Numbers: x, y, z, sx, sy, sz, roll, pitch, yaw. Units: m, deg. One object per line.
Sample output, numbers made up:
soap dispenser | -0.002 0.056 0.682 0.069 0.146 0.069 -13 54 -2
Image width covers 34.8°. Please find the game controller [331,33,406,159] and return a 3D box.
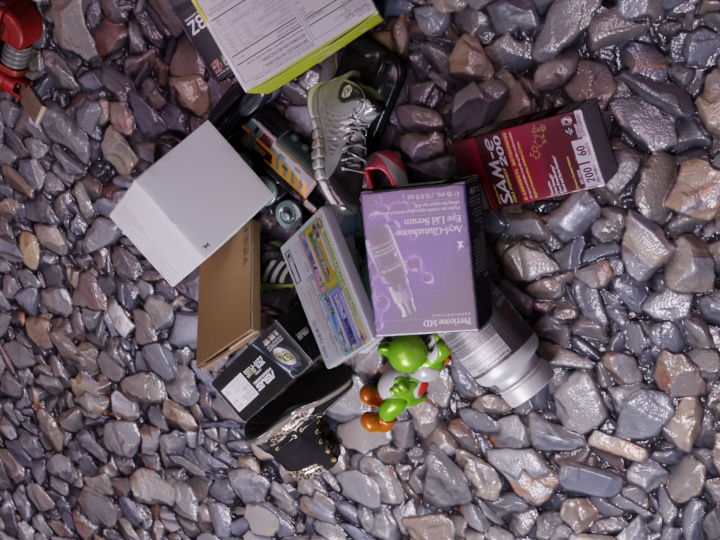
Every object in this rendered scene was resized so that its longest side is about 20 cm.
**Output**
game controller | -0.004 -0.239 1.660 0.104 0.042 0.200 43 128 24

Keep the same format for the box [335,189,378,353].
box | 0.000 0.000 1.687 0.144 0.036 0.200 -44 64 25

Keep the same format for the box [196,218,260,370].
box | -0.212 0.039 1.832 0.163 0.021 0.201 -34 49 43

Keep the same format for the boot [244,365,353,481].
boot | -0.076 0.257 1.905 0.200 0.073 0.151 -35 127 -1

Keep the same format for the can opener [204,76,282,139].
can opener | -0.185 -0.256 1.741 0.200 0.079 0.064 -30 95 49

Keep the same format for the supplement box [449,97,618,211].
supplement box | 0.231 -0.152 1.539 0.199 0.061 0.109 -12 106 36

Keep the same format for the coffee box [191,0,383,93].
coffee box | -0.102 -0.365 1.509 0.199 0.200 0.198 -30 96 8

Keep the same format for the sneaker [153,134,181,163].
sneaker | -0.311 -0.117 1.862 0.079 0.095 0.201 9 115 29

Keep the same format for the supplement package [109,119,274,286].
supplement package | -0.256 -0.096 1.720 0.152 0.151 0.200 49 155 -6

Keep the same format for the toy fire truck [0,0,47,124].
toy fire truck | -0.575 -0.350 1.903 0.199 0.129 0.176 31 125 1

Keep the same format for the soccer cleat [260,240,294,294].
soccer cleat | -0.113 -0.011 1.816 0.199 0.067 0.081 -10 94 35

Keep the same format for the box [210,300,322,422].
box | -0.117 0.128 1.820 0.086 0.164 0.200 48 127 2

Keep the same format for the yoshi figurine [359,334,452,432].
yoshi figurine | 0.056 0.158 1.769 0.112 0.112 0.200 46 125 12

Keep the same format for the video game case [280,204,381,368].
video game case | -0.044 0.027 1.652 0.182 0.022 0.201 -38 71 62

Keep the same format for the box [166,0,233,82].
box | -0.177 -0.392 1.676 0.200 0.049 0.162 -26 95 36

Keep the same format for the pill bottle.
pill bottle | 0.186 0.096 1.654 0.200 0.111 0.111 51 128 0

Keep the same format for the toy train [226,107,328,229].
toy train | -0.116 -0.152 1.740 0.200 0.085 0.114 43 118 6

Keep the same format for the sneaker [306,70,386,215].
sneaker | -0.009 -0.185 1.586 0.115 0.075 0.201 -22 74 38

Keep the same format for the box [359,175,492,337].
box | 0.091 -0.018 1.541 0.147 0.104 0.201 -6 96 17

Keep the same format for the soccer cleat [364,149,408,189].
soccer cleat | 0.060 -0.079 1.667 0.067 0.076 0.201 -17 102 37
